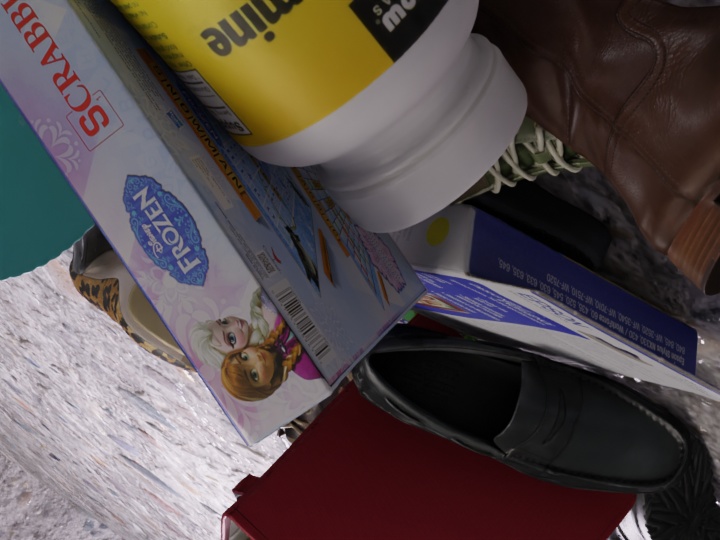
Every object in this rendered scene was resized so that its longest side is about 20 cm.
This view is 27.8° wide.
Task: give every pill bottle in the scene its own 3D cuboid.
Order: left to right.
[{"bbox_3d":[-0.029,-0.112,0.524,0.200,0.113,0.112,48,157,-25],"label":"pill bottle"}]

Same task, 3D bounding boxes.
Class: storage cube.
[{"bbox_3d":[0.033,0.163,0.908,0.200,0.180,0.171,42,160,10],"label":"storage cube"}]

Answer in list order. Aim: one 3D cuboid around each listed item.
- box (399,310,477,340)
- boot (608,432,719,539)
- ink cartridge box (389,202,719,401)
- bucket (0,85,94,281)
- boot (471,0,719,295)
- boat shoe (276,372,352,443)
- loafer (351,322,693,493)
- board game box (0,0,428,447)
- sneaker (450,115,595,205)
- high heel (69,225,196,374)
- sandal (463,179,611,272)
[{"bbox_3d":[0.000,0.000,0.966,0.199,0.048,0.118,20,153,37],"label":"box"},{"bbox_3d":[0.142,0.128,0.984,0.199,0.066,0.165,25,154,42],"label":"boot"},{"bbox_3d":[0.084,0.011,0.761,0.197,0.047,0.199,26,168,-41],"label":"ink cartridge box"},{"bbox_3d":[-0.219,-0.100,0.765,0.134,0.208,0.208,24,155,31],"label":"bucket"},{"bbox_3d":[0.098,-0.115,0.550,0.200,0.064,0.187,48,137,28],"label":"boot"},{"bbox_3d":[-0.033,0.119,1.225,0.074,0.073,0.200,9,144,52],"label":"boat shoe"},{"bbox_3d":[0.090,0.080,0.812,0.199,0.069,0.070,18,179,2],"label":"loafer"},{"bbox_3d":[-0.059,-0.046,0.589,0.201,0.041,0.199,56,-165,0],"label":"board game box"},{"bbox_3d":[0.068,-0.061,0.663,0.199,0.090,0.067,21,153,37],"label":"sneaker"},{"bbox_3d":[-0.197,0.039,1.321,0.200,0.071,0.143,49,157,20],"label":"high heel"},{"bbox_3d":[0.045,-0.061,0.778,0.199,0.043,0.076,29,165,-7],"label":"sandal"}]
